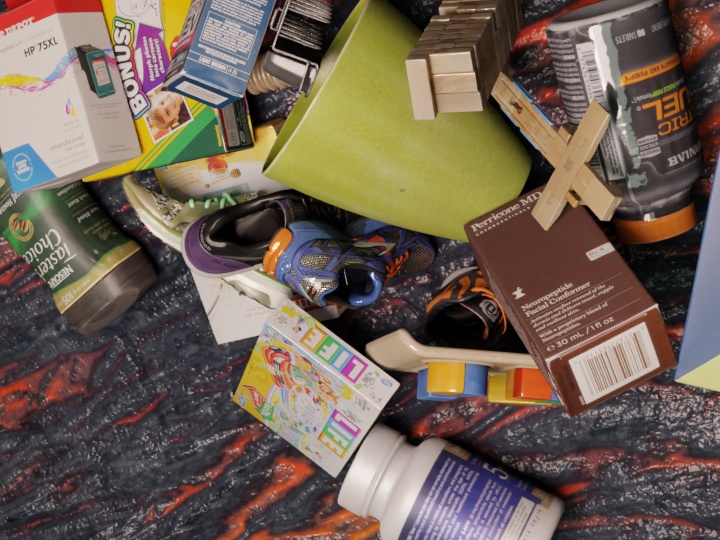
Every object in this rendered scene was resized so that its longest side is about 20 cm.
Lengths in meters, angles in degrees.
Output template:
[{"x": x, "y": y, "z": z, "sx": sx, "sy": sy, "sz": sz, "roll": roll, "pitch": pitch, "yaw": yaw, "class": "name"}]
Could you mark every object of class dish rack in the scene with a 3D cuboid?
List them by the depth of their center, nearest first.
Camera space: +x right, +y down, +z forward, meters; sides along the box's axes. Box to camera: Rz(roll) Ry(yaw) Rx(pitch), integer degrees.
[{"x": -0.033, "y": -0.261, "z": 1.288, "sx": 0.054, "sy": 0.154, "sz": 0.201, "roll": 19, "pitch": 106, "yaw": -7, "class": "dish rack"}]

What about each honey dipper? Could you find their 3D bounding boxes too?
[{"x": -0.152, "y": -0.179, "z": 1.431, "sx": 0.199, "sy": 0.038, "sz": 0.038, "roll": -7, "pitch": 107, "yaw": 27, "class": "honey dipper"}]

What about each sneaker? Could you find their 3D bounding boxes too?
[{"x": 0.145, "y": 0.023, "z": 1.346, "sx": 0.199, "sy": 0.112, "sz": 0.078, "roll": -26, "pitch": 99, "yaw": 27, "class": "sneaker"}, {"x": 0.000, "y": 0.000, "z": 1.351, "sx": 0.079, "sy": 0.199, "sz": 0.076, "roll": 49, "pitch": 126, "yaw": 27, "class": "sneaker"}, {"x": -0.058, "y": -0.041, "z": 1.353, "sx": 0.088, "sy": 0.199, "sz": 0.076, "roll": -29, "pitch": 80, "yaw": 66, "class": "sneaker"}, {"x": -0.133, "y": -0.046, "z": 1.410, "sx": 0.199, "sy": 0.077, "sz": 0.089, "roll": 33, "pitch": 91, "yaw": -9, "class": "sneaker"}]

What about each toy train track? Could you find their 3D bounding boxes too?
[{"x": 0.162, "y": -0.112, "z": 1.238, "sx": 0.200, "sy": 0.032, "sz": 0.115, "roll": 55, "pitch": 131, "yaw": 39, "class": "toy train track"}]

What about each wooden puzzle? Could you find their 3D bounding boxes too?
[{"x": 0.112, "y": 0.096, "z": 1.319, "sx": 0.199, "sy": 0.185, "sz": 0.047, "roll": 10, "pitch": 82, "yaw": -9, "class": "wooden puzzle"}]

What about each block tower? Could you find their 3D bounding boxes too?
[{"x": 0.091, "y": -0.193, "z": 1.238, "sx": 0.057, "sy": 0.200, "sz": 0.054, "roll": 0, "pitch": 122, "yaw": 21, "class": "block tower"}]

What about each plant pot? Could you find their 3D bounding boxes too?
[{"x": 0.045, "y": -0.114, "z": 1.312, "sx": 0.199, "sy": 0.187, "sz": 0.188, "roll": 30, "pitch": 118, "yaw": -9, "class": "plant pot"}]

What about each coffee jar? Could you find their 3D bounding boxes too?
[{"x": -0.301, "y": -0.036, "z": 1.510, "sx": 0.104, "sy": 0.085, "sz": 0.200, "roll": -38, "pitch": 93, "yaw": 28, "class": "coffee jar"}]

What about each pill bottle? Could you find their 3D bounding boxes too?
[{"x": 0.230, "y": -0.126, "z": 1.263, "sx": 0.106, "sy": 0.106, "sz": 0.201, "roll": -10, "pitch": 106, "yaw": 24, "class": "pill bottle"}, {"x": 0.085, "y": 0.231, "z": 1.442, "sx": 0.199, "sy": 0.120, "sz": 0.120, "roll": 26, "pitch": 116, "yaw": 10, "class": "pill bottle"}]

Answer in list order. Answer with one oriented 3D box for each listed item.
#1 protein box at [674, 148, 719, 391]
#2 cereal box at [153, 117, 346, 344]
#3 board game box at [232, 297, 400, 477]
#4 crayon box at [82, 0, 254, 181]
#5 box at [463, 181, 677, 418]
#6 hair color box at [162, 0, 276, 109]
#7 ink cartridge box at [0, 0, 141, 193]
[{"x": 0.348, "y": -0.022, "z": 1.202, "sx": 0.134, "sy": 0.200, "sz": 0.200, "roll": 13, "pitch": 113, "yaw": 15, "class": "protein box"}, {"x": -0.108, "y": -0.036, "z": 1.461, "sx": 0.143, "sy": 0.040, "sz": 0.201, "roll": -14, "pitch": 104, "yaw": 25, "class": "cereal box"}, {"x": -0.047, "y": 0.117, "z": 1.439, "sx": 0.134, "sy": 0.034, "sz": 0.200, "roll": 36, "pitch": 151, "yaw": 5, "class": "board game box"}, {"x": -0.201, "y": -0.197, "z": 1.402, "sx": 0.172, "sy": 0.058, "sz": 0.201, "roll": -9, "pitch": 95, "yaw": 29, "class": "crayon box"}, {"x": 0.168, "y": 0.017, "z": 1.218, "sx": 0.100, "sy": 0.200, "sz": 0.075, "roll": -27, "pitch": 126, "yaw": 0, "class": "box"}, {"x": -0.107, "y": -0.248, "z": 1.296, "sx": 0.060, "sy": 0.100, "sz": 0.201, "roll": 20, "pitch": 84, "yaw": -16, "class": "hair color box"}, {"x": -0.289, "y": -0.184, "z": 1.382, "sx": 0.116, "sy": 0.067, "sz": 0.201, "roll": -16, "pitch": 91, "yaw": 33, "class": "ink cartridge box"}]
